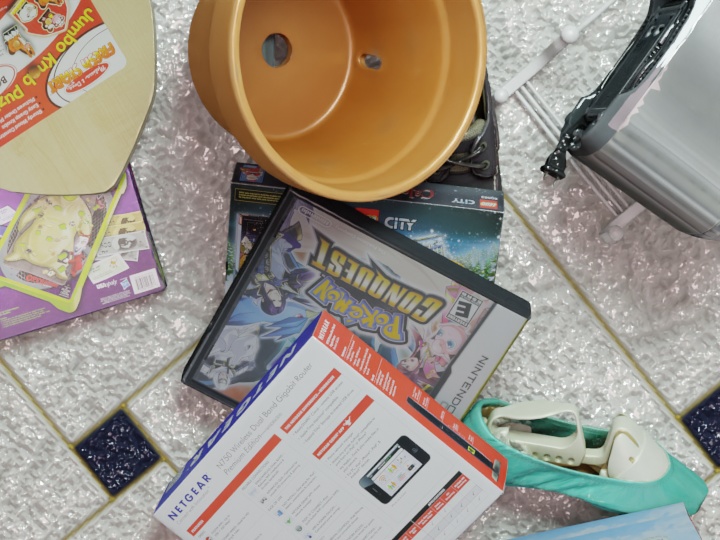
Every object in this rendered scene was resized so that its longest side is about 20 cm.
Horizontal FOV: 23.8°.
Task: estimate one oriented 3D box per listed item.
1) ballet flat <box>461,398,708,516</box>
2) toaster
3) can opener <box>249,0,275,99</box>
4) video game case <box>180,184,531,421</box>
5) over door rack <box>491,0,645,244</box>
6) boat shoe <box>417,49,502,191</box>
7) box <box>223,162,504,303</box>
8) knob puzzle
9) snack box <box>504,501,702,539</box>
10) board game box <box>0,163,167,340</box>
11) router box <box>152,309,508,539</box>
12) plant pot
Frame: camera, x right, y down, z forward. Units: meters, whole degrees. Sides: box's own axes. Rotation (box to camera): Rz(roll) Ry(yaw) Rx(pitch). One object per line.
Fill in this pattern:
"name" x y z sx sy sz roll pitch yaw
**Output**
"ballet flat" 0.167 0.136 1.270 0.198 0.068 0.071 10 127 1
"toaster" 0.231 -0.110 1.173 0.129 0.114 0.201 36 88 -8
"can opener" -0.091 -0.224 1.256 0.066 0.053 0.202 -4 97 -15
"video game case" -0.005 0.053 1.246 0.199 0.026 0.182 27 116 -10
"over door rack" 0.214 -0.138 1.257 0.200 0.067 0.148 -40 94 3
"boat shoe" 0.067 -0.100 1.258 0.071 0.065 0.202 -7 97 -3
"box" 0.000 0.000 1.255 0.198 0.038 0.138 6 117 0
"knob puzzle" -0.235 -0.144 1.268 0.217 0.030 0.222 0 88 6
"snack box" 0.179 0.287 1.262 0.167 0.068 0.202 -13 113 1
"board game box" -0.257 -0.014 1.285 0.198 0.032 0.121 -16 98 0
"router box" -0.022 0.159 1.248 0.179 0.049 0.200 40 113 -7
"plant pot" -0.031 -0.154 1.184 0.198 0.140 0.202 -4 99 -30
